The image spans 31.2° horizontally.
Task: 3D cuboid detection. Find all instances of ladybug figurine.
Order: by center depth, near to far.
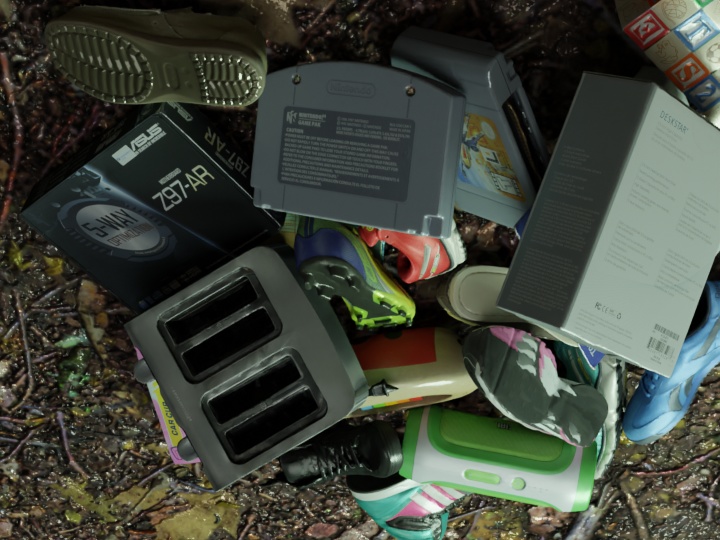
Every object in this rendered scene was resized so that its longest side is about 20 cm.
[{"bbox_3d":[0.026,0.103,1.310,0.198,0.073,0.136,-10,168,2],"label":"ladybug figurine"}]

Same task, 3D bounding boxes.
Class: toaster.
[{"bbox_3d":[-0.096,0.084,1.191,0.199,0.119,0.182,-29,89,4],"label":"toaster"}]

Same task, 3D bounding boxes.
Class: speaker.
[{"bbox_3d":[0.143,0.196,1.349,0.198,0.089,0.089,10,133,6],"label":"speaker"}]

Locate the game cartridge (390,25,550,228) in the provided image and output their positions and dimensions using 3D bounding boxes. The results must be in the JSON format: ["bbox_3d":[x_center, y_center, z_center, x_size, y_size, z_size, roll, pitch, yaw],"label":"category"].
[{"bbox_3d":[0.100,-0.114,1.101,0.133,0.042,0.201,18,148,43],"label":"game cartridge"}]

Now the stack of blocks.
[{"bbox_3d":[0.317,-0.188,1.070,0.115,0.059,0.199,-36,123,29],"label":"stack of blocks"}]

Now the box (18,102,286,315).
[{"bbox_3d":[-0.189,-0.058,1.185,0.199,0.044,0.160,-29,121,30],"label":"box"}]

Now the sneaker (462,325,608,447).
[{"bbox_3d":[0.155,0.118,1.277,0.086,0.081,0.200,8,154,48],"label":"sneaker"}]

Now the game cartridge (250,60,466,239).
[{"bbox_3d":[-0.004,-0.106,1.074,0.199,0.040,0.135,12,102,34],"label":"game cartridge"}]

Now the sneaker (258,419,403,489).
[{"bbox_3d":[-0.037,0.202,1.373,0.103,0.061,0.200,-17,-179,-23],"label":"sneaker"}]

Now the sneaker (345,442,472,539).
[{"bbox_3d":[0.094,0.250,1.455,0.198,0.084,0.121,-12,133,10],"label":"sneaker"}]

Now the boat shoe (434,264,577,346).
[{"bbox_3d":[0.171,0.034,1.273,0.198,0.073,0.059,9,175,-20],"label":"boat shoe"}]

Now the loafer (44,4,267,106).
[{"bbox_3d":[-0.166,-0.182,1.077,0.198,0.069,0.076,12,132,11],"label":"loafer"}]

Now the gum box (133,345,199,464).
[{"bbox_3d":[-0.158,0.109,1.338,0.112,0.066,0.201,-6,132,4],"label":"gum box"}]

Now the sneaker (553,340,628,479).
[{"bbox_3d":[0.243,0.138,1.374,0.079,0.078,0.201,8,130,20],"label":"sneaker"}]

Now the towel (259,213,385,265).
[{"bbox_3d":[-0.072,-0.043,1.233,0.198,0.022,0.148,5,131,-2],"label":"towel"}]

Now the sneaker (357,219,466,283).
[{"bbox_3d":[0.032,-0.060,1.153,0.084,0.077,0.201,-27,129,1],"label":"sneaker"}]

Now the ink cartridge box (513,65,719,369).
[{"bbox_3d":[0.241,-0.040,1.135,0.043,0.200,0.197,19,153,47],"label":"ink cartridge box"}]

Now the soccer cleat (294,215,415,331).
[{"bbox_3d":[0.001,0.000,1.203,0.064,0.085,0.200,-14,155,22],"label":"soccer cleat"}]

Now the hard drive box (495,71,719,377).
[{"bbox_3d":[0.215,-0.034,1.037,0.155,0.077,0.202,23,88,-41],"label":"hard drive box"}]

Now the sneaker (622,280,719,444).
[{"bbox_3d":[0.315,0.090,1.307,0.078,0.066,0.201,20,119,-26],"label":"sneaker"}]
